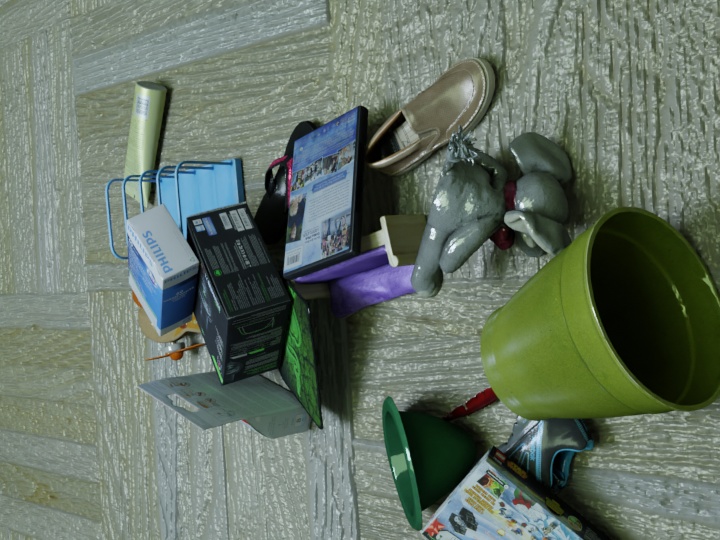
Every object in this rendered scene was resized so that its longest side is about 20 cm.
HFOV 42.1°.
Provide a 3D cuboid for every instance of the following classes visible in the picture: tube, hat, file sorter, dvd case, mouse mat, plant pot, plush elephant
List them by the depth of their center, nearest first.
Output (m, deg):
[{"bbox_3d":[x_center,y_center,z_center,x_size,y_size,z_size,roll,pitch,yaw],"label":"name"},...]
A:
[{"bbox_3d":[0.228,0.066,0.944,0.193,0.200,0.202,-32,72,48],"label":"plant pot"},{"bbox_3d":[0.158,-0.066,1.031,0.154,0.165,0.200,17,146,5],"label":"plush elephant"},{"bbox_3d":[0.130,0.215,1.150,0.200,0.175,0.167,111,146,-76],"label":"hat"},{"bbox_3d":[-0.045,-0.098,1.200,0.142,0.017,0.201,-19,61,47],"label":"dvd case"},{"bbox_3d":[-0.092,0.101,1.281,0.161,0.007,0.201,42,141,54],"label":"mouse mat"},{"bbox_3d":[-0.287,-0.089,1.445,0.199,0.122,0.140,-6,90,42],"label":"file sorter"},{"bbox_3d":[-0.363,-0.212,1.561,0.058,0.052,0.201,-99,21,-68],"label":"tube"}]

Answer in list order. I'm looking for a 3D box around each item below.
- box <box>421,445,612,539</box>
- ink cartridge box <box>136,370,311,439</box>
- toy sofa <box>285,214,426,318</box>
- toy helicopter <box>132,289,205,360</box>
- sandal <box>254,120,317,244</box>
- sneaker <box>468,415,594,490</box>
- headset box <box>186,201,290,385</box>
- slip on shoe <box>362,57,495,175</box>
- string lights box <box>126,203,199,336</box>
[{"bbox_3d":[0.185,0.307,1.041,0.200,0.040,0.137,39,120,7],"label":"box"},{"bbox_3d":[-0.192,0.195,1.324,0.160,0.199,0.048,22,108,40],"label":"ink cartridge box"},{"bbox_3d":[0.000,0.000,1.212,0.199,0.083,0.098,-18,80,42],"label":"toy sofa"},{"bbox_3d":[-0.274,0.088,1.483,0.199,0.079,0.133,9,93,29],"label":"toy helicopter"},{"bbox_3d":[-0.109,-0.119,1.329,0.075,0.045,0.201,47,122,30],"label":"sandal"},{"bbox_3d":[0.184,0.231,1.063,0.082,0.073,0.201,48,123,31],"label":"sneaker"},{"bbox_3d":[-0.178,0.039,1.317,0.200,0.092,0.175,106,143,-55],"label":"headset box"},{"bbox_3d":[0.079,-0.184,1.139,0.200,0.060,0.076,-35,70,39],"label":"slip on shoe"},{"bbox_3d":[-0.282,0.004,1.323,0.103,0.059,0.200,57,156,15],"label":"string lights box"}]
